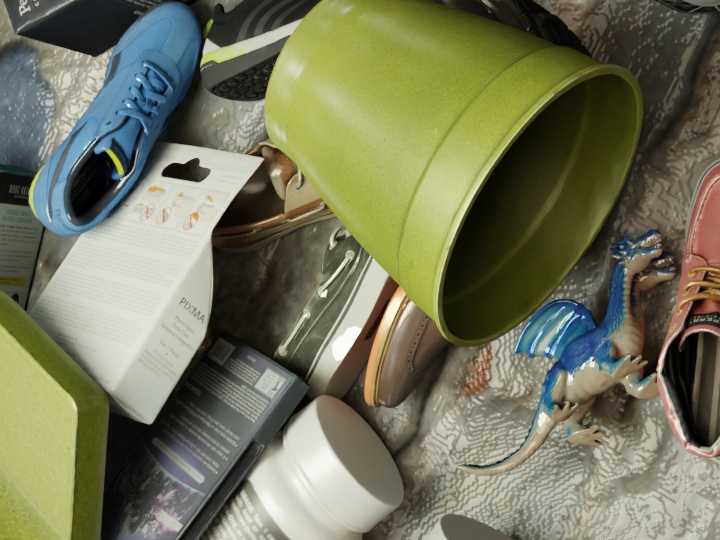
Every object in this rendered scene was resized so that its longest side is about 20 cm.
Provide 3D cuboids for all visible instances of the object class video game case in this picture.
[{"bbox_3d":[-0.128,0.142,1.271,0.201,0.019,0.143,-54,27,-6],"label":"video game case"}]

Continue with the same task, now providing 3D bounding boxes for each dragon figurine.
[{"bbox_3d":[0.146,0.060,1.206,0.200,0.059,0.100,-43,39,20],"label":"dragon figurine"}]

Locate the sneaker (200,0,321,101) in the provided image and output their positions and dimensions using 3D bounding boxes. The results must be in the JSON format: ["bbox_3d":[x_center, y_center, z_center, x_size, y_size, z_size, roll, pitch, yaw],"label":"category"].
[{"bbox_3d":[-0.047,-0.186,1.284,0.199,0.071,0.084,-13,71,37],"label":"sneaker"}]

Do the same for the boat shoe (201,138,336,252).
[{"bbox_3d":[-0.041,-0.070,1.291,0.199,0.072,0.076,-31,77,19],"label":"boat shoe"}]

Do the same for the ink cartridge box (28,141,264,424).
[{"bbox_3d":[-0.154,0.003,1.284,0.159,0.047,0.201,12,64,51],"label":"ink cartridge box"}]

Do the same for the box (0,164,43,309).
[{"bbox_3d":[-0.303,0.016,1.393,0.049,0.082,0.202,15,94,23],"label":"box"}]

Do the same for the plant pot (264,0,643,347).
[{"bbox_3d":[0.046,-0.088,1.146,0.192,0.200,0.201,36,102,26],"label":"plant pot"}]

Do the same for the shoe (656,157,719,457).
[{"bbox_3d":[0.238,0.023,1.161,0.071,0.091,0.202,2,89,22],"label":"shoe"}]

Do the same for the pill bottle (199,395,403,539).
[{"bbox_3d":[-0.071,0.188,1.273,0.200,0.114,0.114,-40,74,17],"label":"pill bottle"}]

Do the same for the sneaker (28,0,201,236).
[{"bbox_3d":[-0.168,-0.110,1.307,0.201,0.066,0.078,-58,26,-11],"label":"sneaker"}]

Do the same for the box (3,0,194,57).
[{"bbox_3d":[-0.184,-0.298,1.335,0.199,0.117,0.198,-25,79,21],"label":"box"}]

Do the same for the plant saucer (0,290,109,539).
[{"bbox_3d":[-0.236,0.115,1.250,0.200,0.048,0.201,38,132,38],"label":"plant saucer"}]

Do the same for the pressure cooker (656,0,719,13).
[{"bbox_3d":[0.206,-0.266,1.125,0.178,0.200,0.177,38,101,18],"label":"pressure cooker"}]

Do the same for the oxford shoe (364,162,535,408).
[{"bbox_3d":[0.071,0.020,1.244,0.073,0.071,0.201,34,100,16],"label":"oxford shoe"}]

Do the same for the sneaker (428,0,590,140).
[{"bbox_3d":[0.092,-0.159,1.247,0.091,0.076,0.201,-46,66,25],"label":"sneaker"}]

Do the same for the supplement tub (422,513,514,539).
[{"bbox_3d":[0.051,0.282,1.202,0.144,0.144,0.201,36,102,19],"label":"supplement tub"}]

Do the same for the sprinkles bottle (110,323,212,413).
[{"bbox_3d":[-0.208,0.082,1.358,0.199,0.068,0.069,-34,76,18],"label":"sprinkles bottle"}]

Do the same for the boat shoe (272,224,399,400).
[{"bbox_3d":[0.000,0.000,1.273,0.063,0.071,0.201,35,103,18],"label":"boat shoe"}]
